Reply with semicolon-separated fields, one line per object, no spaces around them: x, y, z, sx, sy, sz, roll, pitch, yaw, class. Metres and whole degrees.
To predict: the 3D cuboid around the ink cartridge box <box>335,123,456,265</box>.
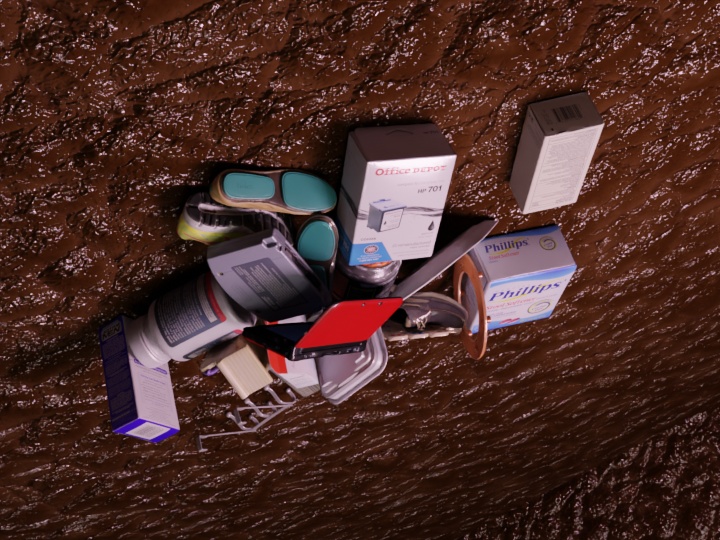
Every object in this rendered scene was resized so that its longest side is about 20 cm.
0.049;-0.114;1.329;0.146;0.086;0.200;-7;136;-18;ink cartridge box

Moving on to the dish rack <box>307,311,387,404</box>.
-0.035;0.127;1.606;0.043;0.200;0.172;19;134;-40;dish rack

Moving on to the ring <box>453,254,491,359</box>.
0.210;0.066;1.636;0.019;0.201;0.201;-8;149;-8;ring

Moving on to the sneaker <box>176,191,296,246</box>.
-0.192;-0.067;1.341;0.200;0.078;0.090;13;146;-33;sneaker

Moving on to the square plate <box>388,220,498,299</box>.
0.142;-0.016;1.557;0.198;0.028;0.200;-39;179;31;square plate

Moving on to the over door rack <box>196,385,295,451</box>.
-0.254;0.315;1.908;0.148;0.067;0.200;-38;165;30;over door rack

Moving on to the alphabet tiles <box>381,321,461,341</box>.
0.094;0.116;1.712;0.199;0.015;0.196;-4;-174;-10;alphabet tiles

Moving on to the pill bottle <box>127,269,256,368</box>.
-0.289;0.084;1.477;0.200;0.120;0.120;-26;149;14;pill bottle

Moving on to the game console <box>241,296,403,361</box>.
-0.060;0.075;1.406;0.200;0.172;0.119;1;107;-55;game console

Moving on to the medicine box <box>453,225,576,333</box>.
0.297;0.019;1.705;0.182;0.103;0.200;-11;150;-13;medicine box

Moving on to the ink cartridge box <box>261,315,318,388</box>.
-0.129;0.109;1.535;0.047;0.161;0.200;-14;159;5;ink cartridge box

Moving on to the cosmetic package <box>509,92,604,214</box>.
0.313;-0.186;1.409;0.103;0.073;0.200;-13;150;-10;cosmetic package

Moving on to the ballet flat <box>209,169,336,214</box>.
-0.132;-0.119;1.305;0.199;0.069;0.063;6;170;-32;ballet flat

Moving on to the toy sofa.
-0.205;0.138;1.524;0.097;0.200;0.083;-29;111;12;toy sofa

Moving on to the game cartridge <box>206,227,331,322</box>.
-0.146;0.012;1.350;0.133;0.042;0.200;-11;144;21;game cartridge

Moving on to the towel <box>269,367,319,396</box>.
-0.084;0.194;1.863;0.192;0.035;0.200;-26;147;7;towel

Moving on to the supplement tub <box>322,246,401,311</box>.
0.000;0.000;1.493;0.122;0.123;0.200;-7;149;-19;supplement tub

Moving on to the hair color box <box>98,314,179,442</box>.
-0.386;0.188;1.513;0.065;0.200;0.109;-27;149;18;hair color box

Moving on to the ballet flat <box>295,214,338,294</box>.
-0.069;-0.028;1.394;0.067;0.064;0.200;8;135;1;ballet flat

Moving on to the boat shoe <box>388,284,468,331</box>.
0.102;0.083;1.649;0.199;0.073;0.075;12;143;13;boat shoe
